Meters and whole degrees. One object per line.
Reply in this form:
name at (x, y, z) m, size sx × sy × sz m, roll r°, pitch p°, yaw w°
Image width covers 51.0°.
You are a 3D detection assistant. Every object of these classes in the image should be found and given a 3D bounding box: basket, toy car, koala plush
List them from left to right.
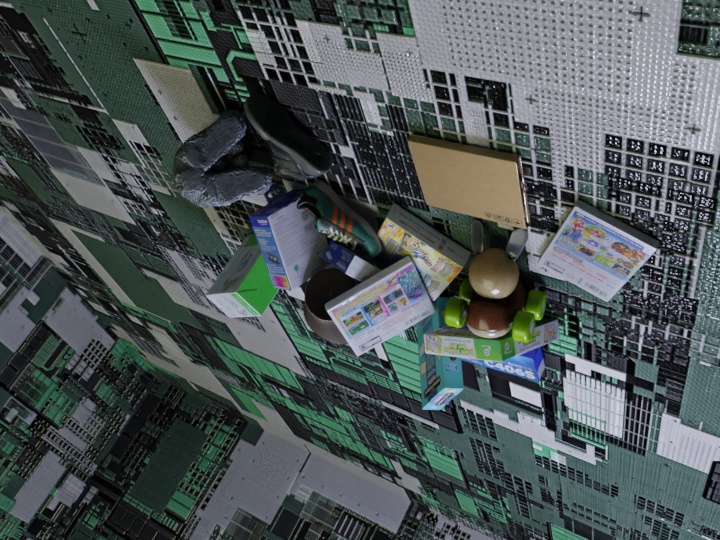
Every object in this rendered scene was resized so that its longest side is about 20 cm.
koala plush at (-0.295, -0.213, 1.552) m, size 0.181 × 0.181 × 0.200 m, roll 65°, pitch 174°, yaw -11°
basket at (-0.054, 0.076, 1.664) m, size 0.176 × 0.139 × 0.200 m, roll 17°, pitch 167°, yaw 8°
toy car at (0.250, 0.006, 1.385) m, size 0.161 × 0.158 × 0.205 m, roll 10°, pitch 121°, yaw 26°

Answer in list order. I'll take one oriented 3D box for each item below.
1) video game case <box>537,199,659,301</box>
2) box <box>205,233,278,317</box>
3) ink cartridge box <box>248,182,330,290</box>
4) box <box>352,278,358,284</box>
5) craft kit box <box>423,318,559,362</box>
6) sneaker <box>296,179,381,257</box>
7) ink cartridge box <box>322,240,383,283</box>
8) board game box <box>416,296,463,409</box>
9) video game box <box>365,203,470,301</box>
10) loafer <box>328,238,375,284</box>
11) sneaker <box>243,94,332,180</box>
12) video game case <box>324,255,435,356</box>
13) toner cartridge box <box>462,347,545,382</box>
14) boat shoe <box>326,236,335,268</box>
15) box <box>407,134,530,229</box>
video game case at (0.388, -0.028, 1.252) m, size 0.141 × 0.018 × 0.201 m, roll 30°, pitch 155°, yaw 9°
box at (-0.261, 0.009, 1.861) m, size 0.097 × 0.202 × 0.175 m, roll 44°, pitch 153°, yaw -25°
ink cartridge box at (-0.149, -0.081, 1.595) m, size 0.075 × 0.136 × 0.204 m, roll 7°, pitch 121°, yaw 43°
box at (-0.023, 0.050, 1.838) m, size 0.197 × 0.048 × 0.123 m, roll 28°, pitch 155°, yaw 13°
craft kit box at (0.260, 0.131, 1.504) m, size 0.197 × 0.195 × 0.050 m, roll 0°, pitch 102°, yaw 48°
sneaker at (-0.047, -0.089, 1.530) m, size 0.200 × 0.080 × 0.072 m, roll 43°, pitch 156°, yaw 8°
ink cartridge box at (0.018, 0.008, 1.579) m, size 0.198 × 0.045 × 0.094 m, roll 30°, pitch -178°, yaw -41°
board game box at (0.171, 0.183, 1.646) m, size 0.046 × 0.205 × 0.152 m, roll 4°, pitch 154°, yaw -13°
video game box at (0.111, -0.031, 1.537) m, size 0.180 × 0.047 × 0.201 m, roll 30°, pitch 155°, yaw 1°
loafer at (0.000, 0.000, 1.700) m, size 0.199 × 0.064 × 0.071 m, roll 42°, pitch 153°, yaw -19°
sneaker at (-0.156, -0.241, 1.432) m, size 0.198 × 0.077 × 0.113 m, roll 37°, pitch 149°, yaw -23°
video game case at (0.045, 0.078, 1.562) m, size 0.183 × 0.197 × 0.024 m, roll 59°, pitch -178°, yaw -47°
toner cartridge box at (0.301, 0.178, 1.657) m, size 0.196 × 0.044 × 0.096 m, roll 13°, pitch 147°, yaw 32°
boat shoe at (-0.105, -0.067, 1.713) m, size 0.069 × 0.072 × 0.200 m, roll -27°, pitch 118°, yaw 33°
box at (0.183, -0.149, 1.266) m, size 0.196 × 0.021 × 0.165 m, roll 18°, pitch 151°, yaw 30°
